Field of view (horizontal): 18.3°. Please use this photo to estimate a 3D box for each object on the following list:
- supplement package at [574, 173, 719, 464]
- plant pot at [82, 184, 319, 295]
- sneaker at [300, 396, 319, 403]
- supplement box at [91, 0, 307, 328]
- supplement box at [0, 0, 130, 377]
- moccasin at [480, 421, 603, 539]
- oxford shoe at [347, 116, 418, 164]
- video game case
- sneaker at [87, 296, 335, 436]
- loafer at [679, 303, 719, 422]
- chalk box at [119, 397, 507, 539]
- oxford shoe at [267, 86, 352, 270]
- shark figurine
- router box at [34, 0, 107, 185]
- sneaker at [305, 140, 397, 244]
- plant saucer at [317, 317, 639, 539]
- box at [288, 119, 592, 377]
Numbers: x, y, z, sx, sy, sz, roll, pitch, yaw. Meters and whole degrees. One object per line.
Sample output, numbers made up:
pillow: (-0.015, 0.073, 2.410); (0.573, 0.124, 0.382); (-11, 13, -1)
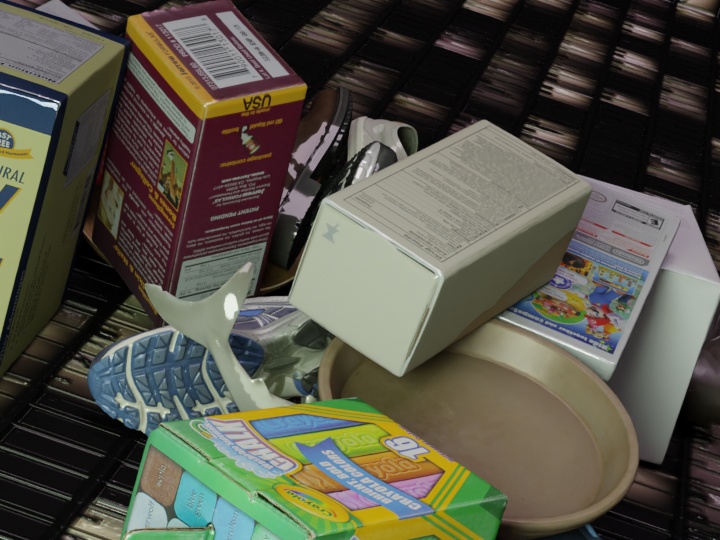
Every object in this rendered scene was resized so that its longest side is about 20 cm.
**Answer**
supplement package: (0.148, 0.021, 1.662); (0.190, 0.148, 0.200); (15, 18, -4)
plant pot: (-0.126, -0.040, 1.701); (0.199, 0.028, 0.201); (11, 39, -9)
sneaker: (0.065, 0.103, 1.491); (0.199, 0.076, 0.105); (-1, -27, 18)
supplement box: (-0.116, -0.072, 1.560); (0.085, 0.201, 0.110); (-14, 47, -32)
supplement box: (-0.254, -0.058, 1.440); (0.133, 0.201, 0.200); (17, 17, 2)
moccasin: (0.106, 0.162, 1.343); (0.068, 0.081, 0.200); (-7, 41, -26)
oxford shoe: (0.023, -0.041, 1.732); (0.057, 0.075, 0.201); (-7, 53, 8)
video game case: (0.128, -0.009, 1.507); (0.142, 0.018, 0.200); (23, 35, 8)
sneaker: (-0.085, 0.058, 1.443); (0.199, 0.078, 0.085); (-7, 17, -23)
loafer: (0.288, 0.078, 1.765); (0.071, 0.073, 0.200); (27, 28, 13)
chalk box: (-0.044, 0.153, 1.143); (0.124, 0.126, 0.199); (31, 23, 36)
oxford shoe: (-0.058, -0.087, 1.705); (0.084, 0.073, 0.200); (20, 38, 7)
shark figurine: (-0.045, 0.090, 1.381); (0.214, 0.129, 0.089); (25, -26, -33)
router box: (-0.260, -0.121, 1.720); (0.179, 0.049, 0.200); (-30, 39, -19)
sneaker: (0.000, 0.000, 1.608); (0.080, 0.201, 0.074); (23, -28, -15)
plant saucer: (0.068, 0.092, 1.330); (0.199, 0.030, 0.201); (13, 34, -9)
box: (0.052, -0.018, 1.384); (0.095, 0.078, 0.200); (34, 32, 20)
